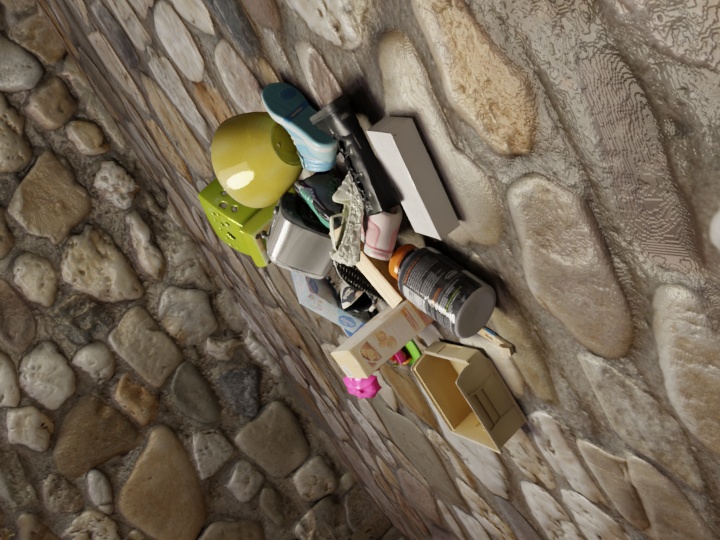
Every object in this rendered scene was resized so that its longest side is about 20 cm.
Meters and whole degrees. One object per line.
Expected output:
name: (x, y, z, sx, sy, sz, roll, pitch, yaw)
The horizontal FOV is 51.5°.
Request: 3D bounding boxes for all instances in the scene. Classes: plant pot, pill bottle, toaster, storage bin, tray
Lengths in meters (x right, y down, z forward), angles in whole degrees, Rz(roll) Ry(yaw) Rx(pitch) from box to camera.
plant pot: (-0.246, -0.142, 1.812, 0.181, 0.199, 0.201, 40, 163, 26)
pill bottle: (0.138, 0.027, 1.336, 0.199, 0.106, 0.107, 38, 157, 39)
toaster: (-0.109, -0.069, 1.588, 0.198, 0.130, 0.114, 19, -148, -23)
plant pot: (-0.187, -0.245, 1.543, 0.141, 0.200, 0.201, -14, 115, 44)
storage bin: (0.224, 0.259, 1.580, 0.200, 0.093, 0.199, 57, 162, -14)
tray: (0.033, -0.023, 1.518, 0.200, 0.098, 0.037, 49, 122, 9)

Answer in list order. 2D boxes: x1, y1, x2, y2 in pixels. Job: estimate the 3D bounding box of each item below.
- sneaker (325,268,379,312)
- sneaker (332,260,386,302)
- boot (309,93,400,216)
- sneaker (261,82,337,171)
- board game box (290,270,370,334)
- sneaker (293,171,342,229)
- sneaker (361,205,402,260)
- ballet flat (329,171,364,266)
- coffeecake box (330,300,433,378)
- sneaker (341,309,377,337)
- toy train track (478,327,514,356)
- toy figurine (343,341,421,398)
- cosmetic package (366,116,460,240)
sneaker: (-0.037, 0.026, 1.667, 0.199, 0.080, 0.130, 41, -162, -13)
sneaker: (0.000, 0.000, 1.600, 0.199, 0.070, 0.090, 32, -174, -37)
boot: (-0.009, -0.193, 1.292, 0.202, 0.065, 0.165, 60, 176, -10)
sneaker: (-0.120, -0.269, 1.461, 0.200, 0.079, 0.131, 46, 160, 22)
board game box: (-0.075, 0.045, 1.743, 0.198, 0.043, 0.201, 33, -159, -32)
sneaker: (-0.066, -0.154, 1.479, 0.075, 0.087, 0.200, 55, 176, -37)
sneaker: (0.036, -0.099, 1.426, 0.201, 0.074, 0.106, -110, 32, -70)
ballet flat: (-0.023, -0.108, 1.372, 0.071, 0.071, 0.203, 18, 104, 59)
coffeecake box: (0.047, 0.143, 1.625, 0.073, 0.199, 0.153, 52, 162, -4)
sneaker: (0.001, 0.135, 1.921, 0.111, 0.076, 0.202, 48, 157, 44)
toy train track: (0.211, 0.114, 1.436, 0.199, 0.032, 0.116, 33, 154, 43)
toy figurine: (0.031, 0.236, 1.865, 0.151, 0.183, 0.199, 57, 162, -17)
cosmetic package: (0.088, -0.150, 1.214, 0.082, 0.050, 0.202, 28, 150, 60)
